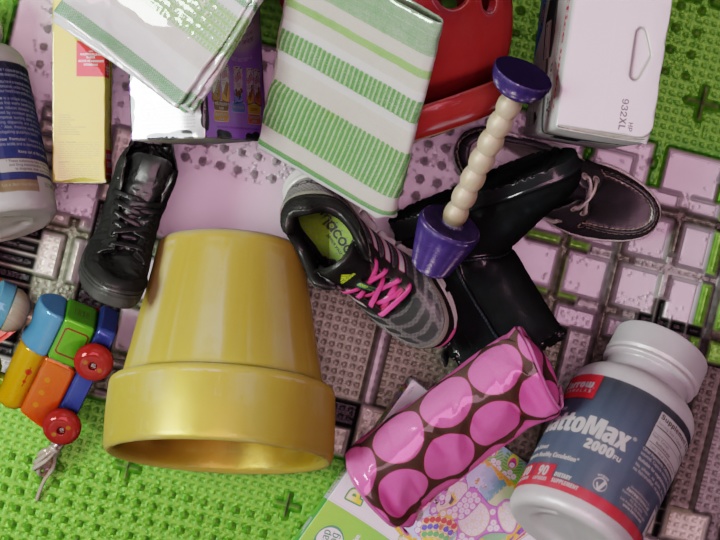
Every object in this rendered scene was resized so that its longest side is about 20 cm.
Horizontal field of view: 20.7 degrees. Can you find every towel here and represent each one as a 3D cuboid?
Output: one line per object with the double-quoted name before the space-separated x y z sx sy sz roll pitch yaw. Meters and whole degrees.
"towel" -0.145 -0.247 1.591 0.149 0.031 0.200 35 99 9
"towel" -0.011 -0.152 1.619 0.152 0.023 0.201 32 130 24

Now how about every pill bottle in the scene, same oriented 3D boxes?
"pill bottle" -0.337 -0.130 1.711 0.110 0.111 0.201 -14 78 -2
"pill bottle" 0.224 0.150 1.732 0.119 0.120 0.201 31 67 -3

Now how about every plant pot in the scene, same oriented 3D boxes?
"plant pot" -0.116 0.070 1.705 0.200 0.201 0.190 4 76 -3
"plant pot" 0.042 -0.210 1.694 0.199 0.200 0.183 -19 98 -2

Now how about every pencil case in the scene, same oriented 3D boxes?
"pencil case" 0.086 0.140 1.706 0.200 0.091 0.094 -36 96 7

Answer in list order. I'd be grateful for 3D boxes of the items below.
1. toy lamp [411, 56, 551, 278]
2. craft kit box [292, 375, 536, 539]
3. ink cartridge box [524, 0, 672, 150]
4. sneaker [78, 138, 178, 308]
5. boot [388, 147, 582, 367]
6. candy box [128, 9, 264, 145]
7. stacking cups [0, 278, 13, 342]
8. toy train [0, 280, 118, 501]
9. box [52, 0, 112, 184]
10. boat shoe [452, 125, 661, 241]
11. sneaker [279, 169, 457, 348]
"toy lamp" 0.095 -0.081 1.640 0.058 0.058 0.201 21 120 -3
"craft kit box" 0.067 0.233 1.786 0.197 0.049 0.200 35 90 -1
"ink cartridge box" 0.202 -0.184 1.698 0.083 0.200 0.146 8 92 -3
"sneaker" -0.197 -0.057 1.704 0.060 0.200 0.105 18 117 -10
"boot" 0.132 -0.004 1.731 0.198 0.073 0.163 -21 104 22
"candy box" -0.142 -0.211 1.694 0.071 0.168 0.201 -2 92 14
"stacking cups" -0.372 -0.022 1.754 0.060 0.061 0.200 -34 98 -1
"toy train" -0.299 0.108 1.732 0.115 0.085 0.201 24 112 -13
"box" -0.246 -0.177 1.742 0.050 0.075 0.201 1 91 -3
"boat shoe" 0.179 -0.078 1.771 0.199 0.060 0.074 24 92 -3
"sneaker" 0.000 0.000 1.691 0.074 0.087 0.200 -40 97 25
